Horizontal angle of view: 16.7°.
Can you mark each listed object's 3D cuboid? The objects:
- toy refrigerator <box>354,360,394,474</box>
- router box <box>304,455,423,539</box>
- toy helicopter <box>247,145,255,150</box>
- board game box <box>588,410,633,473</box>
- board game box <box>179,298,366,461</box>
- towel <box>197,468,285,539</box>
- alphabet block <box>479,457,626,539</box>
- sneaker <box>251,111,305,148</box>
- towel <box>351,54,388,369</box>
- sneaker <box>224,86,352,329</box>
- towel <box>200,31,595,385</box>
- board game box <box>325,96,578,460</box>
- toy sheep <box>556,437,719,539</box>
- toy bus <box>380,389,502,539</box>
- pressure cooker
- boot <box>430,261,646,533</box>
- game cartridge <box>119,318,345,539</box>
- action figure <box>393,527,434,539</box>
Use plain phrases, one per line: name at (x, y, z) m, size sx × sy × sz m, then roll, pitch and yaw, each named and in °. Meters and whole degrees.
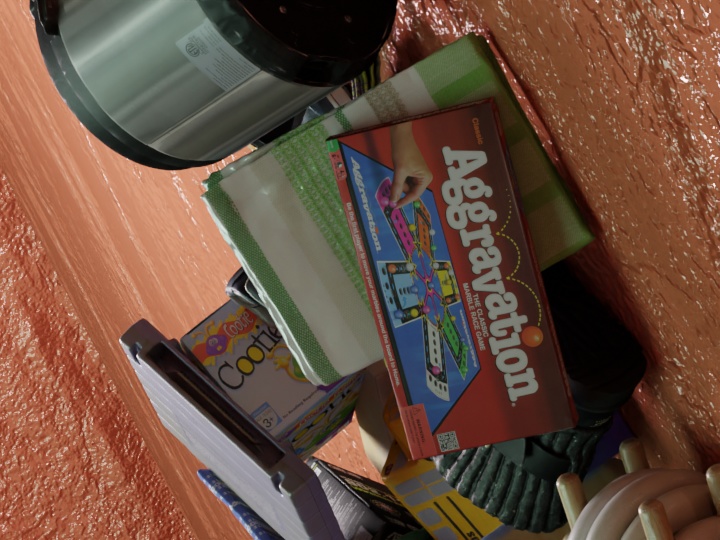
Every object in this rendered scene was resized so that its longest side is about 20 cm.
toy refrigerator at (0.036, 0.095, 1.936) m, size 0.070 × 0.076 × 0.200 m, roll 50°, pitch 166°, yaw 32°
router box at (0.052, 0.233, 2.013) m, size 0.199 × 0.062 × 0.150 m, roll 25°, pitch -176°, yaw -30°
toy helicopter at (-0.060, -0.081, 1.897) m, size 0.200 × 0.079 × 0.133 m, roll 54°, pitch 168°, yaw 43°
board game box at (0.109, 0.078, 1.689) m, size 0.135 × 0.045 × 0.200 m, roll 58°, pitch 167°, yaw 1°
board game box at (-0.069, 0.086, 1.890) m, size 0.103 × 0.105 × 0.200 m, roll 49°, pitch 166°, yaw 11°
towel at (-0.040, 0.237, 1.867) m, size 0.200 × 0.024 × 0.145 m, roll 47°, pitch -178°, yaw 25°
alphabet block at (0.166, 0.281, 1.610) m, size 0.200 × 0.196 × 0.196 m, roll 44°, pitch 162°, yaw 48°
sneaker at (-0.043, -0.141, 1.649) m, size 0.087 × 0.074 × 0.201 m, roll 41°, pitch 148°, yaw 28°
towel at (0.015, -0.039, 1.587) m, size 0.144 × 0.023 × 0.201 m, roll 71°, pitch -167°, yaw -74°
sneaker at (-0.049, -0.051, 1.769) m, size 0.203 × 0.146 × 0.077 m, roll 61°, pitch 169°, yaw -6°
towel at (0.021, -0.035, 1.465) m, size 0.150 × 0.199 × 0.031 m, roll 59°, pitch -162°, yaw -8°
board game box at (0.055, 0.006, 1.443) m, size 0.019 × 0.102 × 0.201 m, roll -53°, pitch -51°, yaw -72°
toy sheep at (0.180, 0.177, 1.467) m, size 0.138 × 0.138 × 0.200 m, roll 62°, pitch 163°, yaw -19°
toy bus at (0.084, 0.165, 1.827) m, size 0.078 × 0.065 × 0.200 m, roll -28°, pitch 114°, yaw 34°
pressure cooker at (-0.100, -0.158, 1.484) m, size 0.200 × 0.178 × 0.177 m, roll -30°, pitch 79°, yaw 41°
boot at (0.078, 0.052, 1.548) m, size 0.211 × 0.079 × 0.158 m, roll 52°, pitch 144°, yaw 23°
game cartridge at (-0.089, 0.128, 1.782) m, size 0.200 × 0.038 × 0.130 m, roll 39°, pitch 166°, yaw 32°
action figure at (0.070, 0.229, 1.882) m, size 0.055 × 0.200 × 0.119 m, roll -30°, pitch 90°, yaw 34°
